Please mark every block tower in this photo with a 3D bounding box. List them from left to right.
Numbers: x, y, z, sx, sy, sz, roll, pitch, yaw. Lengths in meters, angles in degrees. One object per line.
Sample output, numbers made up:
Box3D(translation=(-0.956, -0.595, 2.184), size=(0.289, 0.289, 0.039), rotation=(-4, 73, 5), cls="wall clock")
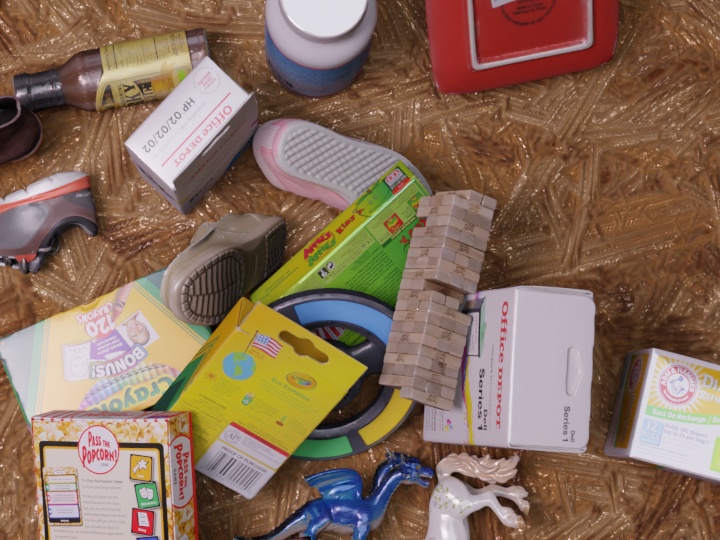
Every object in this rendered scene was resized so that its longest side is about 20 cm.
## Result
Box3D(translation=(0.071, 0.025, 1.333), size=(0.054, 0.057, 0.203), rotation=(19, 79, -33), cls="block tower")

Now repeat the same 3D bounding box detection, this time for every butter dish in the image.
Box3D(translation=(0.150, -0.303, 1.434), size=(0.197, 0.149, 0.201), rotation=(-12, 129, -5), cls="butter dish")

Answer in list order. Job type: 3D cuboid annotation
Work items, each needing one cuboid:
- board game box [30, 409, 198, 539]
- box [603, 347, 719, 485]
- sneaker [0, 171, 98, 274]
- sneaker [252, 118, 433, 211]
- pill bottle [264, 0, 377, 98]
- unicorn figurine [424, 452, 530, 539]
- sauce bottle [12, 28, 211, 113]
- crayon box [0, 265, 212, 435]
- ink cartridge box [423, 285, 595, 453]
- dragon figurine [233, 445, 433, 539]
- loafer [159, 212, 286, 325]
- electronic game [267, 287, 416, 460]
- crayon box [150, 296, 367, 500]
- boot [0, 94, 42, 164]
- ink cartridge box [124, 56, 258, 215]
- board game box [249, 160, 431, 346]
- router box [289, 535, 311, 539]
Box3D(translation=(-0.225, 0.232, 1.315), size=(0.149, 0.046, 0.203), rotation=(-1, 94, 22), cls="board game box")
Box3D(translation=(0.356, 0.155, 1.416), size=(0.197, 0.101, 0.114), rotation=(14, 84, -3), cls="box")
Box3D(translation=(-0.349, -0.029, 1.399), size=(0.198, 0.077, 0.083), rotation=(-22, 93, -5), cls="sneaker")
Box3D(translation=(-0.022, -0.099, 1.435), size=(0.199, 0.104, 0.076), rotation=(25, 85, -31), cls="sneaker")
Box3D(translation=(-0.039, -0.239, 1.377), size=(0.107, 0.200, 0.111), rotation=(0, 85, -4), cls="pill bottle")
Box3D(translation=(0.091, 0.277, 1.406), size=(0.135, 0.074, 0.203), rotation=(10, 69, 6), cls="unicorn figurine")
Box3D(translation=(-0.246, -0.194, 1.427), size=(0.197, 0.065, 0.066), rotation=(-12, 85, -4), cls="sauce bottle")
Box3D(translation=(-0.242, 0.086, 1.401), size=(0.198, 0.058, 0.120), rotation=(-24, 86, -6), cls="crayon box")
Box3D(translation=(0.136, 0.094, 1.350), size=(0.083, 0.200, 0.147), rotation=(6, 84, -20), cls="ink cartridge box")
Box3D(translation=(-0.027, 0.225, 1.402), size=(0.197, 0.059, 0.101), rotation=(-1, 84, -5), cls="dragon figurine")
Box3D(translation=(-0.140, -0.005, 1.371), size=(0.067, 0.200, 0.077), rotation=(13, 112, 21), cls="loafer")
Box3D(translation=(-0.035, 0.103, 1.376), size=(0.197, 0.042, 0.202), rotation=(-4, 124, -6), cls="electronic game")
Box3D(translation=(-0.096, 0.112, 1.327), size=(0.126, 0.051, 0.200), rotation=(32, 120, -18), cls="crayon box")
Box3D(translation=(-0.404, -0.121, 1.355), size=(0.197, 0.166, 0.073), rotation=(-16, 85, -6), cls="boot")
Box3D(translation=(-0.158, -0.129, 1.357), size=(0.068, 0.200, 0.115), rotation=(42, 83, 1), cls="ink cartridge box")
Box3D(translation=(0.000, 0.000, 1.395), size=(0.200, 0.048, 0.102), rotation=(-42, 120, 2), cls="board game box")
Box3D(translation=(-0.124, 0.347, 1.344), size=(0.197, 0.062, 0.152), rotation=(-15, 85, 19), cls="router box")
